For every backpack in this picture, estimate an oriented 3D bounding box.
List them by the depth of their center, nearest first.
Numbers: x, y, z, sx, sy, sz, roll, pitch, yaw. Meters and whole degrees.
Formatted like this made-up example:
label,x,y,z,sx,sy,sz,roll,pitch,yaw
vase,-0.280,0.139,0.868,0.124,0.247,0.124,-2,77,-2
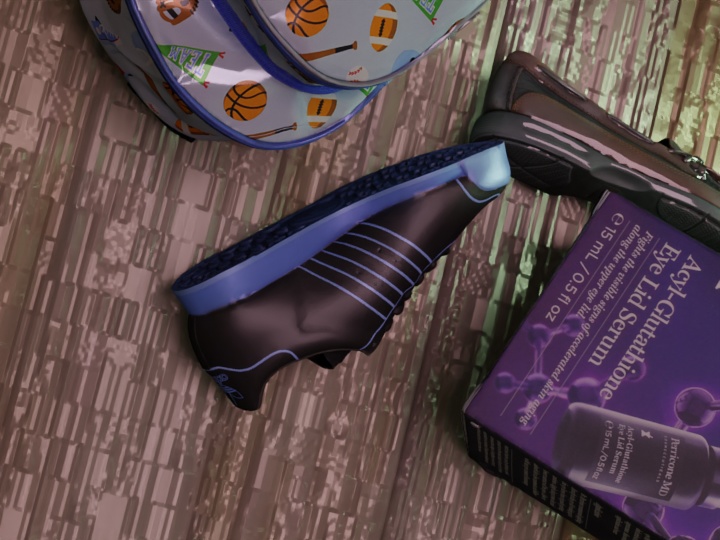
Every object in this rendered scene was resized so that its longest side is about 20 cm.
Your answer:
label,x,y,z,sx,sy,sz,roll,pitch,yaw
backpack,-0.037,-0.153,1.011,0.190,0.154,0.200,-43,110,-10

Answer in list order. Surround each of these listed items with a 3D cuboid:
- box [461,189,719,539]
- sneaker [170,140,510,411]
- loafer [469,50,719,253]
label,x,y,z,sx,sy,sz,roll,pitch,yaw
box,0.174,0.079,1.073,0.200,0.104,0.148,30,77,13
sneaker,0.000,0.000,1.067,0.200,0.070,0.078,-27,104,-18
loafer,0.157,-0.060,1.144,0.200,0.072,0.063,25,69,-21
